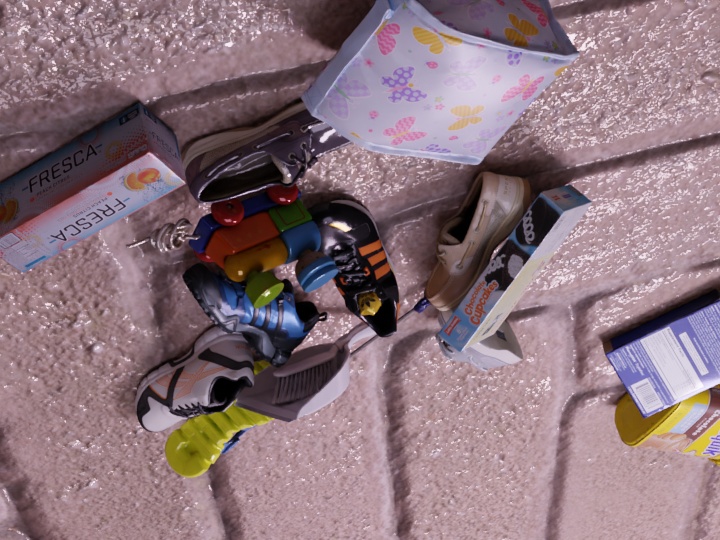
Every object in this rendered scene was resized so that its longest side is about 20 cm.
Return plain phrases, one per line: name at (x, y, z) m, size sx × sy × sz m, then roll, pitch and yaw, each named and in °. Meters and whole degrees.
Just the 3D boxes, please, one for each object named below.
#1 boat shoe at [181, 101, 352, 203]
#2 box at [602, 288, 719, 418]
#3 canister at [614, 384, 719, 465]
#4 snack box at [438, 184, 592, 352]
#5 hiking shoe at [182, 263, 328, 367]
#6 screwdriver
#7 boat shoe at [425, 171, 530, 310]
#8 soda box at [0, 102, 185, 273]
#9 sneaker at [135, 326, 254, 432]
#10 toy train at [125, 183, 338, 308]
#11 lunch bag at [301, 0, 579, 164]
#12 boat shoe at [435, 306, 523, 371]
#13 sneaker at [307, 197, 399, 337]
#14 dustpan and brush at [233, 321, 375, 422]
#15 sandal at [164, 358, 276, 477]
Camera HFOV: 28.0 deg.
boat shoe at (-0.078, -0.114, 1.422) m, size 0.200 × 0.065 × 0.072 m, roll -16°, pitch 145°, yaw 1°
box at (0.436, 0.104, 1.899) m, size 0.200 × 0.032 × 0.121 m, roll -26°, pitch 114°, yaw 16°
canister at (0.479, 0.203, 2.046) m, size 0.200 × 0.087 × 0.149 m, roll 12°, pitch 136°, yaw -31°
snack box at (0.172, -0.003, 1.602) m, size 0.200 × 0.037 × 0.116 m, roll -55°, pitch 165°, yaw 20°
hiking shoe at (-0.122, 0.030, 1.610) m, size 0.087 × 0.074 × 0.200 m, roll -44°, pitch 142°, yaw 4°
screwdriver at (0.056, 0.057, 1.731) m, size 0.029 × 0.028 × 0.200 m, roll 28°, pitch 124°, yaw -33°
boat shoe at (0.115, -0.034, 1.606) m, size 0.065 × 0.072 × 0.200 m, roll 15°, pitch 134°, yaw -21°
soda box at (-0.271, -0.077, 1.393) m, size 0.200 × 0.068 × 0.064 m, roll -27°, pitch 143°, yaw 15°
sneaker at (-0.199, 0.143, 1.709) m, size 0.074 × 0.080 × 0.200 m, roll 17°, pitch 134°, yaw -40°
toy train at (-0.124, -0.009, 1.449) m, size 0.200 × 0.116 × 0.085 m, roll -24°, pitch 159°, yaw -35°
lunch bag at (0.066, -0.197, 1.321) m, size 0.200 × 0.127 × 0.170 m, roll 1°, pitch 144°, yaw -37°
boat shoe at (0.132, 0.087, 1.756) m, size 0.071 × 0.070 × 0.201 m, roll -28°, pitch 154°, yaw 19°
sneaker at (0.000, 0.000, 1.583) m, size 0.070 × 0.090 × 0.200 m, roll -23°, pitch 144°, yaw 9°
dustpan and brush at (-0.041, 0.106, 1.692) m, size 0.200 × 0.140 × 0.057 m, roll -22°, pitch 107°, yaw -32°
sandal at (-0.154, 0.172, 1.784) m, size 0.200 × 0.080 × 0.087 m, roll -36°, pitch 177°, yaw 14°
